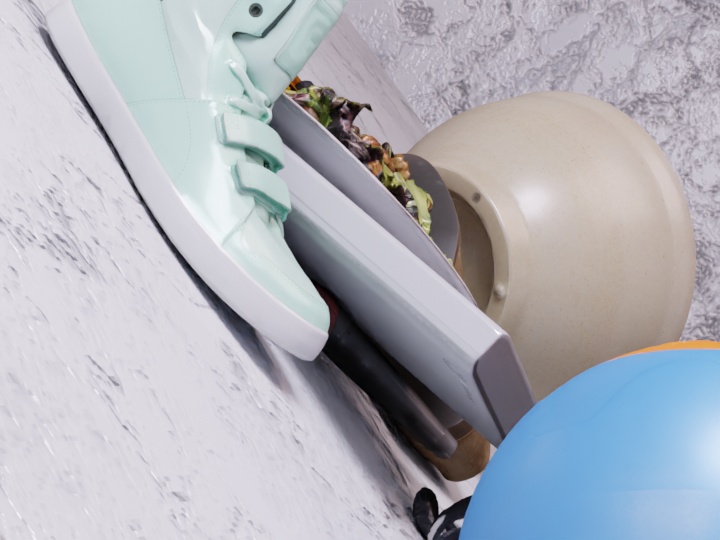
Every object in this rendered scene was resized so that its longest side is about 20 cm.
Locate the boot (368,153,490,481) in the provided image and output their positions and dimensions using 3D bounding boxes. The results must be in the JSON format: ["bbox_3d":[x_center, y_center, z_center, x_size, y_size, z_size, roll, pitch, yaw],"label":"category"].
[{"bbox_3d":[0.031,0.026,1.327,0.076,0.073,0.201,65,11,-51],"label":"boot"}]

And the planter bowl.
[{"bbox_3d":[0.078,-0.006,1.437,0.134,0.200,0.201,-4,53,-50],"label":"planter bowl"}]

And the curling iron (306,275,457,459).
[{"bbox_3d":[-0.018,0.026,1.166,0.200,0.026,0.050,50,1,-28],"label":"curling iron"}]

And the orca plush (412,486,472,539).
[{"bbox_3d":[0.089,0.138,1.158,0.106,0.071,0.200,57,7,29],"label":"orca plush"}]

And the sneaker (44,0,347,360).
[{"bbox_3d":[-0.043,-0.067,1.064,0.201,0.118,0.074,57,5,15],"label":"sneaker"}]

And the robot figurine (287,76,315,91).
[{"bbox_3d":[-0.057,-0.091,1.373,0.145,0.058,0.200,56,6,20],"label":"robot figurine"}]

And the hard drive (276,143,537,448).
[{"bbox_3d":[0.000,0.000,1.147,0.200,0.026,0.132,41,-9,25],"label":"hard drive"}]

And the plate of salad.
[{"bbox_3d":[-0.006,-0.046,1.203,0.200,0.048,0.200,44,-9,8],"label":"plate of salad"}]

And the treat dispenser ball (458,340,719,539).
[{"bbox_3d":[0.136,0.129,0.962,0.201,0.200,0.201,53,6,-8],"label":"treat dispenser ball"}]
